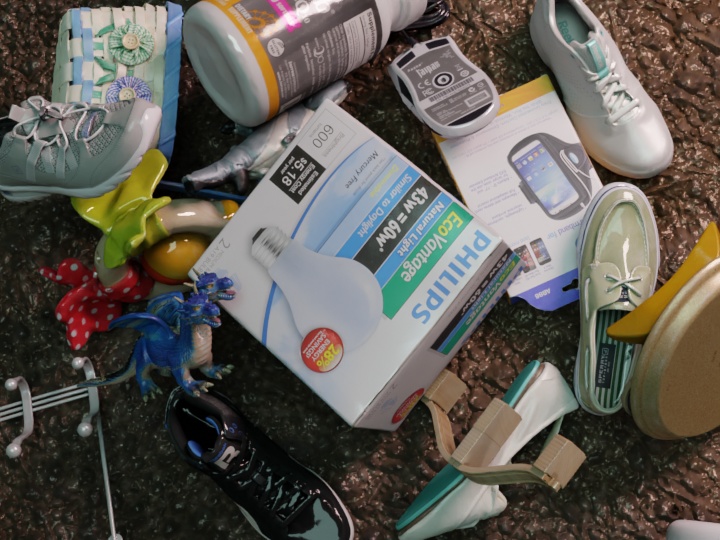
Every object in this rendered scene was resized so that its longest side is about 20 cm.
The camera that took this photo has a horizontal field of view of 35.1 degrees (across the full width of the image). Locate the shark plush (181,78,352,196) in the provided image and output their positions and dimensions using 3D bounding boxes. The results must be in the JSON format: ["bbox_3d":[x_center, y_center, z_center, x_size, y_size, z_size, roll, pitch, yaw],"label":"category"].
[{"bbox_3d":[-0.089,-0.112,1.028,0.083,0.091,0.200,30,56,19],"label":"shark plush"}]

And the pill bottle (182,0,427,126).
[{"bbox_3d":[-0.046,-0.220,0.998,0.200,0.116,0.116,-34,74,-21],"label":"pill bottle"}]

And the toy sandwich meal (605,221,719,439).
[{"bbox_3d":[0.282,0.045,0.933,0.205,0.205,0.070,-46,46,-3],"label":"toy sandwich meal"}]

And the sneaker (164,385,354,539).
[{"bbox_3d":[-0.096,0.178,0.975,0.200,0.112,0.073,40,87,14],"label":"sneaker"}]

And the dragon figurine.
[{"bbox_3d":[-0.171,0.054,0.964,0.199,0.059,0.100,-6,111,39],"label":"dragon figurine"}]

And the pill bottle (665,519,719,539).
[{"bbox_3d":[0.289,0.303,0.893,0.110,0.111,0.201,5,78,9],"label":"pill bottle"}]

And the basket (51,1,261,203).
[{"bbox_3d":[-0.183,-0.155,1.057,0.199,0.139,0.177,4,77,-26],"label":"basket"}]

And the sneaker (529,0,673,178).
[{"bbox_3d":[0.212,-0.173,1.020,0.075,0.089,0.200,-31,76,-1],"label":"sneaker"}]

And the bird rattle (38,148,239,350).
[{"bbox_3d":[-0.189,-0.008,1.013,0.163,0.200,0.113,-4,48,-28],"label":"bird rattle"}]

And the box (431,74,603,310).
[{"bbox_3d":[0.157,-0.063,1.030,0.119,0.041,0.201,-24,78,3],"label":"box"}]

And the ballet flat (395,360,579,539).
[{"bbox_3d":[0.115,0.169,0.976,0.069,0.069,0.200,40,84,14],"label":"ballet flat"}]

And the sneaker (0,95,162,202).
[{"bbox_3d":[-0.249,-0.104,0.924,0.199,0.082,0.075,-12,51,32],"label":"sneaker"}]

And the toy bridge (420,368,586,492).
[{"bbox_3d":[0.103,0.138,0.927,0.027,0.200,0.067,42,83,-27],"label":"toy bridge"}]

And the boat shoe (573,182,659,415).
[{"bbox_3d":[0.220,0.025,0.961,0.072,0.062,0.201,3,91,-1],"label":"boat shoe"}]

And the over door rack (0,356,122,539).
[{"bbox_3d":[-0.296,0.191,1.025,0.147,0.067,0.201,-17,76,5],"label":"over door rack"}]

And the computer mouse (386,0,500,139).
[{"bbox_3d":[0.063,-0.178,1.043,0.109,0.044,0.200,-26,52,-3],"label":"computer mouse"}]

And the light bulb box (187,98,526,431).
[{"bbox_3d":[0.000,0.000,0.976,0.200,0.125,0.198,40,94,19],"label":"light bulb box"}]
